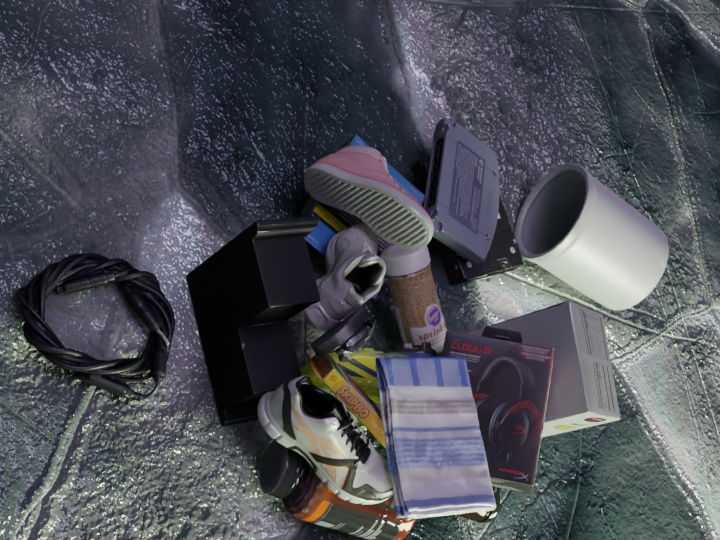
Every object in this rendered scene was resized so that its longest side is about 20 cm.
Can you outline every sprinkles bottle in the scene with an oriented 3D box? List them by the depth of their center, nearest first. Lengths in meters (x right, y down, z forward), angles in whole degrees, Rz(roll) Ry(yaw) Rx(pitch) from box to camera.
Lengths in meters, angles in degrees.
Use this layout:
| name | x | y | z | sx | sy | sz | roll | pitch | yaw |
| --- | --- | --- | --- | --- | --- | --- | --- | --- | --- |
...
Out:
| name | x | y | z | sx | sy | sz | roll | pitch | yaw |
| --- | --- | --- | --- | --- | --- | --- | --- | --- | --- |
| sprinkles bottle | 0.082 | 0.063 | 1.502 | 0.068 | 0.068 | 0.203 | -30 | 112 | -40 |

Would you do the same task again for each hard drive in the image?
| name | x | y | z | sx | sy | sz | roll | pitch | yaw |
| --- | --- | --- | --- | --- | --- | --- | --- | --- | --- |
| hard drive | 0.168 | -0.087 | 1.689 | 0.138 | 0.038 | 0.203 | -12 | 80 | -39 |

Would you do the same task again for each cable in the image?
| name | x | y | z | sx | sy | sz | roll | pitch | yaw |
| --- | --- | --- | --- | --- | --- | --- | --- | --- | --- |
| cable | -0.309 | 0.054 | 1.274 | 0.198 | 0.051 | 0.166 | 27 | 58 | -24 |

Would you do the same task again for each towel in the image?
| name | x | y | z | sx | sy | sz | roll | pitch | yaw |
| --- | --- | --- | --- | --- | --- | --- | --- | --- | --- |
| towel | 0.092 | 0.201 | 1.321 | 0.145 | 0.024 | 0.204 | 4 | 66 | -30 |

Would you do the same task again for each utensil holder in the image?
| name | x | y | z | sx | sy | sz | roll | pitch | yaw |
| --- | --- | --- | --- | --- | --- | --- | --- | --- | --- |
| utensil holder | 0.375 | -0.049 | 1.745 | 0.198 | 0.169 | 0.172 | 31 | 56 | -26 |

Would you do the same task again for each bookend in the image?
| name | x | y | z | sx | sy | sz | roll | pitch | yaw |
| --- | --- | --- | --- | --- | --- | --- | --- | --- | --- |
| bookend | -0.113 | 0.063 | 1.317 | 0.091 | 0.199 | 0.202 | -6 | 74 | -36 |

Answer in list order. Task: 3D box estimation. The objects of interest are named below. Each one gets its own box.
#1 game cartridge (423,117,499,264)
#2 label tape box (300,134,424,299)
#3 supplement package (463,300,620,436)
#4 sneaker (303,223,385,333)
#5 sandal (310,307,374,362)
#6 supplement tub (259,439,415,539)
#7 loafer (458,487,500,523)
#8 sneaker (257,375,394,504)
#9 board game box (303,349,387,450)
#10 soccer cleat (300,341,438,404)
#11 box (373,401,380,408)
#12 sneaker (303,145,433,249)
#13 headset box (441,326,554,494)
| name | x | y | z | sx | sy | sz | roll | pitch | yaw |
| --- | --- | --- | --- | --- | --- | --- | --- | --- | --- |
| game cartridge | 0.156 | -0.117 | 1.635 | 0.132 | 0.040 | 0.203 | 29 | 55 | -29 |
| label tape box | -0.007 | -0.070 | 1.536 | 0.144 | 0.063 | 0.202 | 39 | 55 | -17 |
| supplement package | 0.246 | 0.152 | 1.528 | 0.110 | 0.198 | 0.159 | 18 | 59 | -50 |
| sneaker | 0.000 | 0.000 | 1.395 | 0.078 | 0.098 | 0.201 | 51 | 34 | -21 |
| sandal | -0.009 | 0.081 | 1.331 | 0.043 | 0.076 | 0.200 | 55 | 10 | 4 |
| supplement tub | -0.027 | 0.271 | 1.356 | 0.198 | 0.106 | 0.109 | 23 | 59 | -27 |
| loafer | 0.144 | 0.240 | 1.461 | 0.070 | 0.073 | 0.204 | 3 | 72 | -35 |
| sneaker | -0.028 | 0.202 | 1.270 | 0.199 | 0.080 | 0.074 | 38 | 39 | -13 |
| board game box | 0.005 | 0.174 | 1.349 | 0.030 | 0.096 | 0.200 | -44 | 106 | 0 |
| soccer cleat | 0.014 | 0.144 | 1.434 | 0.196 | 0.065 | 0.085 | -4 | 80 | -13 |
| box | 0.098 | 0.239 | 1.503 | 0.199 | 0.041 | 0.039 | 41 | 54 | -15 |
| sneaker | 0.030 | -0.109 | 1.449 | 0.198 | 0.076 | 0.104 | 28 | 42 | 21 |
| headset box | 0.170 | 0.175 | 1.412 | 0.146 | 0.075 | 0.204 | 10 | 72 | 11 |
